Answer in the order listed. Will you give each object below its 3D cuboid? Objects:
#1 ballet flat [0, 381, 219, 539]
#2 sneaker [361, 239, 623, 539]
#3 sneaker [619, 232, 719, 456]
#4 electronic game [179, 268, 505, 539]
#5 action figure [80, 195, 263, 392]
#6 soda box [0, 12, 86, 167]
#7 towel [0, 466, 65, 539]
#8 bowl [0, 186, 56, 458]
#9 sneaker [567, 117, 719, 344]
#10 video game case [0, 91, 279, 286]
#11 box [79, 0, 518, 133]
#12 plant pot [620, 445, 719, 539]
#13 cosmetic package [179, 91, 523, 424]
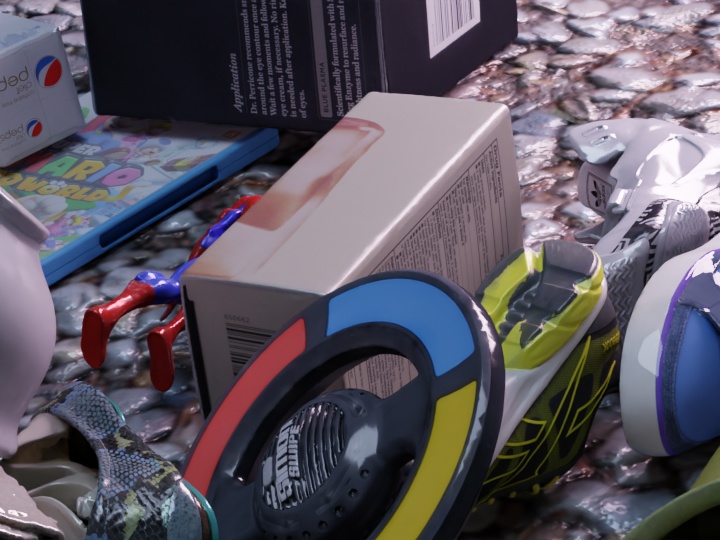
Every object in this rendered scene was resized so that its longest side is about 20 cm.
[{"bbox_3d":[-0.128,0.096,1.276,0.074,0.074,0.200,-20,16,-19],"label":"ballet flat"},{"bbox_3d":[0.060,0.081,1.280,0.074,0.085,0.200,18,60,49],"label":"sneaker"},{"bbox_3d":[0.221,0.027,1.314,0.146,0.081,0.200,4,26,30],"label":"sneaker"},{"bbox_3d":[-0.015,0.087,1.225,0.200,0.042,0.200,-33,38,30],"label":"electronic game"},{"bbox_3d":[-0.071,0.004,1.478,0.065,0.052,0.200,13,31,26],"label":"action figure"},{"bbox_3d":[-0.251,-0.119,1.711,0.064,0.068,0.200,-29,27,-29],"label":"soda box"},{"bbox_3d":[-0.223,0.071,1.214,0.133,0.034,0.200,19,14,-41],"label":"towel"},{"bbox_3d":[-0.202,-0.014,1.246,0.090,0.201,0.201,-48,36,-2],"label":"bowl"},{"bbox_3d":[0.140,-0.020,1.436,0.115,0.075,0.200,14,31,37],"label":"sneaker"},{"bbox_3d":[-0.165,-0.053,1.640,0.143,0.018,0.200,17,38,40],"label":"video game case"},{"bbox_3d":[-0.034,-0.169,1.685,0.200,0.117,0.197,6,24,25],"label":"box"},{"bbox_3d":[0.182,0.132,1.062,0.200,0.200,0.190,-3,16,12],"label":"plant pot"},{"bbox_3d":[0.000,0.000,1.409,0.087,0.103,0.200,9,32,28],"label":"cosmetic package"}]
